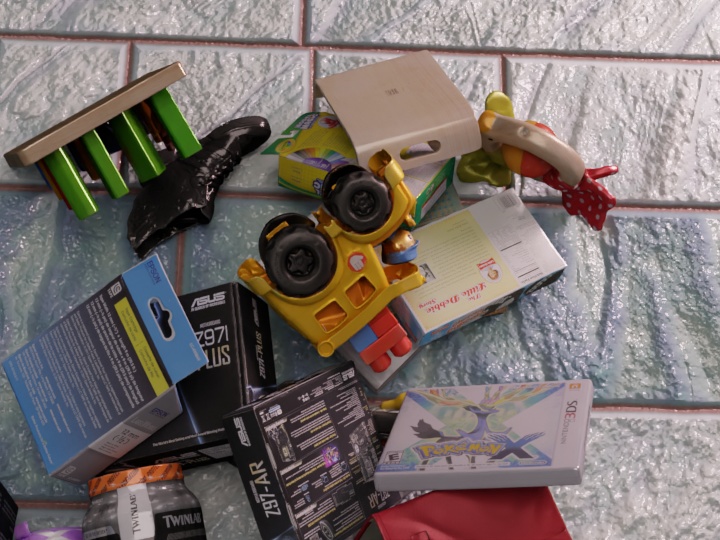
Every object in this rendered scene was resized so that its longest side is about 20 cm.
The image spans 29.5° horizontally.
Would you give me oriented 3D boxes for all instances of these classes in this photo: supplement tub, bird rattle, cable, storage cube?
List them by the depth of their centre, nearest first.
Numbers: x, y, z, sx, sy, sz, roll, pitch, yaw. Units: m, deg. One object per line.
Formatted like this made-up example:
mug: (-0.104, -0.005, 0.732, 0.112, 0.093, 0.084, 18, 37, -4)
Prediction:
storage cube: (0.107, 0.309, 1.357, 0.179, 0.200, 0.172, -19, 69, -17)
supplement tub: (-0.209, 0.300, 1.362, 0.122, 0.123, 0.202, -11, 80, -7)
cable: (0.002, 0.170, 1.497, 0.198, 0.050, 0.098, 6, 95, 13)
bird rattle: (0.199, -0.122, 1.560, 0.199, 0.163, 0.113, 34, 88, 20)

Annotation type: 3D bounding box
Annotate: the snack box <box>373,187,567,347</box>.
snack box: (0.119, -0.006, 1.527, 0.199, 0.037, 0.117, -23, 68, -24)

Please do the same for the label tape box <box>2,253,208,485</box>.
label tape box: (-0.247, 0.100, 1.377, 0.199, 0.066, 0.144, -35, 62, 6)

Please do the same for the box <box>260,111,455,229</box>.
box: (-0.005, -0.119, 1.559, 0.199, 0.049, 0.117, 21, 40, 19)

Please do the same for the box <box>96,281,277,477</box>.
box: (-0.193, 0.120, 1.434, 0.199, 0.086, 0.165, -14, 67, 17)

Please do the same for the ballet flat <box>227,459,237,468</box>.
ballet flat: (-0.147, 0.120, 1.489, 0.066, 0.057, 0.201, -20, 70, -12)

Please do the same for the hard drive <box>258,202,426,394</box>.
hard drive: (-0.008, 0.026, 1.552, 0.200, 0.026, 0.132, 43, 72, 14)

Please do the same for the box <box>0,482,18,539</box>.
box: (-0.410, 0.293, 1.327, 0.103, 0.200, 0.184, 3, 67, -3)

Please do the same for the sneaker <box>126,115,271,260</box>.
sneaker: (-0.183, -0.097, 1.576, 0.199, 0.060, 0.105, -21, 69, -6)

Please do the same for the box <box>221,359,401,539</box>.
box: (-0.045, 0.192, 1.380, 0.043, 0.200, 0.161, -19, 91, 31)

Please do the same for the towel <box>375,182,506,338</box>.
towel: (0.067, -0.022, 1.558, 0.146, 0.022, 0.201, -13, 65, -20)

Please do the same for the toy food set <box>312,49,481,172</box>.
toy food set: (0.038, -0.178, 1.567, 0.142, 0.061, 0.200, -16, 37, -10)

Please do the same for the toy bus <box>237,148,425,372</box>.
toy bus: (0.000, 0.000, 1.426, 0.200, 0.136, 0.192, -41, 100, 0)

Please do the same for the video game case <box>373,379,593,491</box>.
video game case: (0.126, 0.162, 1.360, 0.198, 0.182, 0.022, -5, 111, 15)

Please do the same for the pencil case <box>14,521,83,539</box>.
pencil case: (-0.303, 0.356, 1.369, 0.085, 0.084, 0.201, 11, 59, -40)

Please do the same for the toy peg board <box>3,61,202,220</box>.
toy peg board: (-0.283, -0.138, 1.537, 0.199, 0.199, 0.098, -32, 103, -15)
